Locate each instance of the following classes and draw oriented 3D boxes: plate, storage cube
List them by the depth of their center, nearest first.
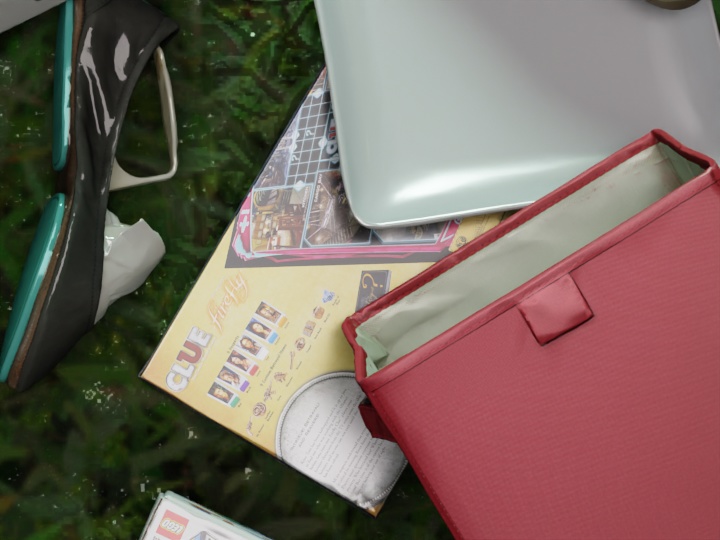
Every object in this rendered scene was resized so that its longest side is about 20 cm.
[{"bbox_3d":[0.115,0.064,1.281,0.200,0.171,0.180,-31,98,1],"label":"storage cube"},{"bbox_3d":[0.073,-0.120,1.395,0.199,0.032,0.200,-7,75,-14],"label":"plate"}]

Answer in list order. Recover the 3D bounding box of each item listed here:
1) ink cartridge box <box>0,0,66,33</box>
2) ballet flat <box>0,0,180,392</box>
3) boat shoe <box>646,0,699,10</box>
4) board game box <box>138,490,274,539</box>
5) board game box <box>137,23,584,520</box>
[{"bbox_3d":[-0.164,-0.204,1.366,0.200,0.084,0.146,-27,72,-4],"label":"ink cartridge box"},{"bbox_3d":[-0.124,-0.037,1.387,0.068,0.068,0.201,10,87,-12],"label":"ballet flat"},{"bbox_3d":[0.097,-0.205,1.373,0.200,0.068,0.072,31,70,-2],"label":"boat shoe"},{"bbox_3d":[-0.009,0.159,1.351,0.200,0.126,0.035,26,85,-2],"label":"board game box"},{"bbox_3d":[0.000,0.000,1.406,0.135,0.035,0.200,31,86,-2],"label":"board game box"}]
